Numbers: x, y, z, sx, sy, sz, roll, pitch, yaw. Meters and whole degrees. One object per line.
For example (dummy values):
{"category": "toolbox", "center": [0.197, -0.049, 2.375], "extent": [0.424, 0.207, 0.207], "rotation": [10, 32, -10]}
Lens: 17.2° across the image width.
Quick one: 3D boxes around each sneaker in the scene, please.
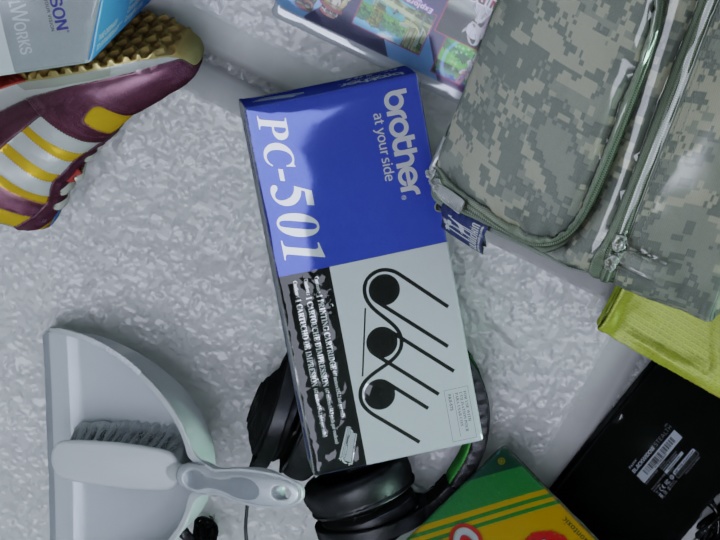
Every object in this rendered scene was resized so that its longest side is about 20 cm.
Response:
{"category": "sneaker", "center": [-0.165, -0.074, 1.297], "extent": [0.199, 0.075, 0.090], "rotation": [-15, 115, 20]}

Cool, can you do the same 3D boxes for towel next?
{"category": "towel", "center": [0.207, -0.033, 1.263], "extent": [0.086, 0.018, 0.201], "rotation": [30, 108, 8]}

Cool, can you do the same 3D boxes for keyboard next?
{"category": "keyboard", "center": [0.183, 0.110, 1.330], "extent": [0.104, 0.040, 0.200], "rotation": [44, 113, 17]}

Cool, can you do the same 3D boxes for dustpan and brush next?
{"category": "dustpan and brush", "center": [-0.107, 0.108, 1.309], "extent": [0.199, 0.057, 0.140], "rotation": [3, 100, 28]}

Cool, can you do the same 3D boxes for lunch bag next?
{"category": "lunch bag", "center": [0.137, -0.092, 1.185], "extent": [0.167, 0.139, 0.201], "rotation": [24, 111, 11]}

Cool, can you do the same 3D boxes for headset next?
{"category": "headset", "center": [-0.019, 0.104, 1.345], "extent": [0.200, 0.094, 0.124], "rotation": [-40, 100, 4]}

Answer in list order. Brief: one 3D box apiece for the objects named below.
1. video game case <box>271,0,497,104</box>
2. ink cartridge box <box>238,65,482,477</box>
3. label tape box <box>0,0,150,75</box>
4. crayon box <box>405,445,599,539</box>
{"category": "video game case", "center": [0.078, -0.173, 1.244], "extent": [0.199, 0.023, 0.183], "rotation": [25, 111, -2]}
{"category": "ink cartridge box", "center": [0.000, 0.000, 1.258], "extent": [0.094, 0.044, 0.201], "rotation": [-12, 101, -5]}
{"category": "label tape box", "center": [-0.160, -0.147, 1.225], "extent": [0.199, 0.143, 0.066], "rotation": [-5, 108, 11]}
{"category": "crayon box", "center": [0.053, 0.211, 1.304], "extent": [0.200, 0.051, 0.127], "rotation": [-44, 72, -5]}
